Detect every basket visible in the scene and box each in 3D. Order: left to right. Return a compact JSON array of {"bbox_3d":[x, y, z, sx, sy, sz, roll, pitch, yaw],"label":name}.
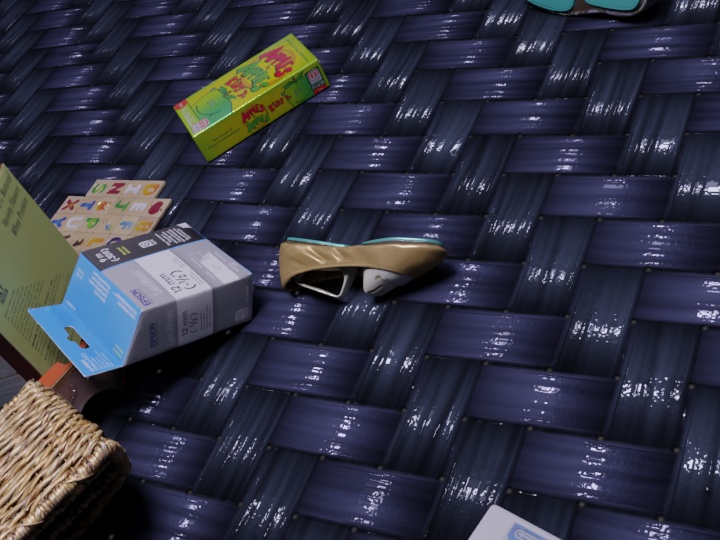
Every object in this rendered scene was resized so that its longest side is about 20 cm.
[{"bbox_3d":[-0.300,0.231,0.862,0.148,0.143,0.200,24,61,39],"label":"basket"}]

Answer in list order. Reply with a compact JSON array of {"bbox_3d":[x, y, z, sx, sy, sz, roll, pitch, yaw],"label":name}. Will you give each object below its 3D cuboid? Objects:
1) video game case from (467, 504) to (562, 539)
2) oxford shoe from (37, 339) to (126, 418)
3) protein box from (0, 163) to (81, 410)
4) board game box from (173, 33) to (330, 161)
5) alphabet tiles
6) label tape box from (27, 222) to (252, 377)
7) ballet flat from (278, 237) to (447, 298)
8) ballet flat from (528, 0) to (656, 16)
[{"bbox_3d":[0.126,0.283,0.670,0.199,0.022,0.183,21,61,40],"label":"video game case"},{"bbox_3d":[-0.282,0.107,1.046,0.072,0.071,0.200,32,56,8],"label":"oxford shoe"},{"bbox_3d":[-0.429,0.029,1.084,0.134,0.201,0.199,-16,44,14],"label":"protein box"},{"bbox_3d":[-0.153,-0.242,1.313,0.199,0.048,0.102,-33,42,-4],"label":"board game box"},{"bbox_3d":[-0.352,-0.062,1.276,0.199,0.006,0.167,4,51,31],"label":"alphabet tiles"},{"bbox_3d":[-0.236,0.025,1.017,0.199,0.067,0.143,-18,37,-36],"label":"label tape box"},{"bbox_3d":[0.000,0.000,0.998,0.199,0.069,0.064,1,78,32],"label":"ballet flat"},{"bbox_3d":[0.286,-0.355,1.184,0.200,0.072,0.072,25,64,42],"label":"ballet flat"}]
